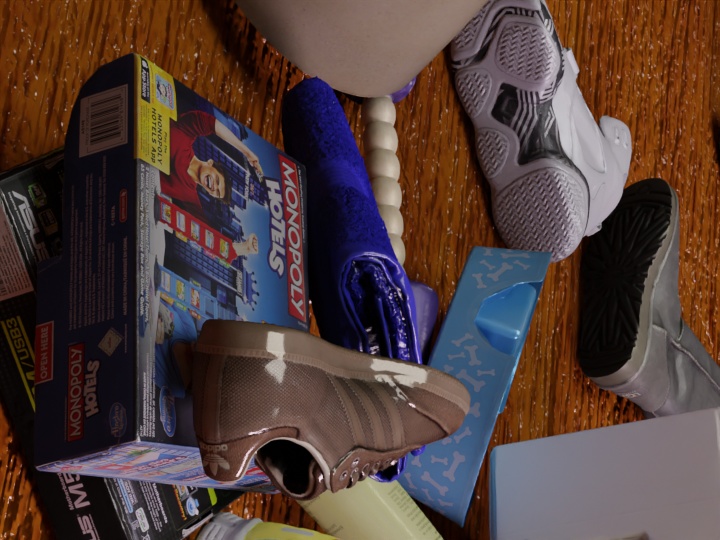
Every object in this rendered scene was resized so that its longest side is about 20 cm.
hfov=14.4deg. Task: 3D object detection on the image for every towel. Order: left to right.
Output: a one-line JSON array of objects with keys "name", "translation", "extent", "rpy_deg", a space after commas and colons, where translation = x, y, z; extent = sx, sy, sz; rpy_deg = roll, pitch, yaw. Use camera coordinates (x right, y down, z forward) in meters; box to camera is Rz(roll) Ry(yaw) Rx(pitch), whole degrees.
[{"name": "towel", "translation": [0.000, 0.000, 1.531], "extent": [0.200, 0.049, 0.148], "rpy_deg": [-109, -170, -56]}]

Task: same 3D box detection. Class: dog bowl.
[{"name": "dog bowl", "translation": [0.065, 0.062, 1.685], "extent": [0.200, 0.049, 0.112], "rpy_deg": [-68, 174, -50]}]

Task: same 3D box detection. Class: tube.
[{"name": "tube", "translation": [0.030, 0.162, 1.538], "extent": [0.200, 0.052, 0.058], "rpy_deg": [48, 35, 0]}]

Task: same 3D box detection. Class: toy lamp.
[{"name": "toy lamp", "translation": [0.016, -0.032, 1.683], "extent": [0.058, 0.058, 0.200], "rpy_deg": [32, 50, -52]}]

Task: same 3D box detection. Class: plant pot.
[{"name": "plant pot", "translation": [0.039, -0.229, 1.623], "extent": [0.187, 0.200, 0.188], "rpy_deg": [32, 41, -32]}]

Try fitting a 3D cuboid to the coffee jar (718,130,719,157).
[{"name": "coffee jar", "translation": [0.370, -0.076, 2.326], "extent": [0.200, 0.085, 0.104], "rpy_deg": [13, 65, -60]}]

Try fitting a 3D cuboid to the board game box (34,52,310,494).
[{"name": "board game box", "translation": [-0.075, 0.027, 1.385], "extent": [0.200, 0.062, 0.200], "rpy_deg": [35, 47, -51]}]

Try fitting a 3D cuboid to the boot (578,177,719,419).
[{"name": "boot", "translation": [0.231, 0.057, 2.019], "extent": [0.200, 0.072, 0.182], "rpy_deg": [38, 58, -39]}]

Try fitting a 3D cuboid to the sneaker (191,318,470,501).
[{"name": "sneaker", "translation": [-0.019, 0.073, 1.348], "extent": [0.200, 0.070, 0.076], "rpy_deg": [18, 80, -54]}]

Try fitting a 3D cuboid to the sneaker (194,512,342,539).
[{"name": "sneaker", "translation": [-0.025, 0.218, 1.431], "extent": [0.078, 0.090, 0.200], "rpy_deg": [-46, 127, -60]}]

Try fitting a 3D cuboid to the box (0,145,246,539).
[{"name": "box", "translation": [-0.115, 0.031, 1.425], "extent": [0.193, 0.047, 0.200], "rpy_deg": [-35, 106, -63]}]

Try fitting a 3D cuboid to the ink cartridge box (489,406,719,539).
[{"name": "ink cartridge box", "translation": [0.171, 0.205, 1.690], "extent": [0.200, 0.147, 0.145], "rpy_deg": [66, 16, -45]}]

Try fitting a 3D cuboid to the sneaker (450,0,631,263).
[{"name": "sneaker", "translation": [0.123, -0.108, 1.904], "extent": [0.115, 0.075, 0.200], "rpy_deg": [-17, 96, -63]}]
